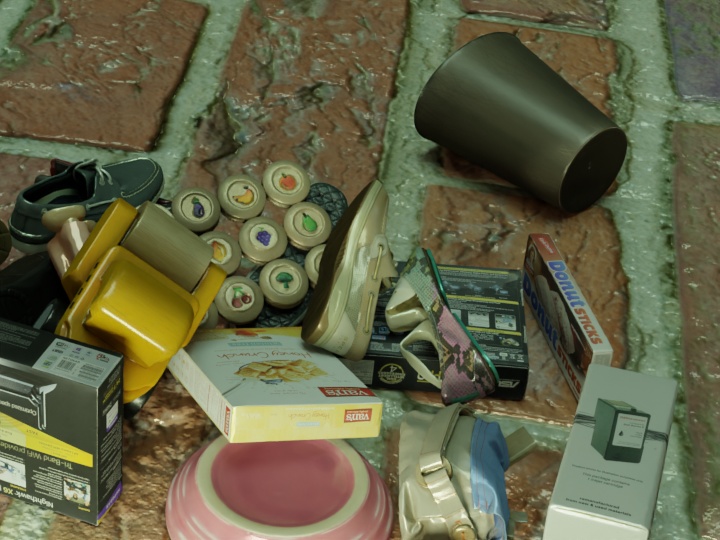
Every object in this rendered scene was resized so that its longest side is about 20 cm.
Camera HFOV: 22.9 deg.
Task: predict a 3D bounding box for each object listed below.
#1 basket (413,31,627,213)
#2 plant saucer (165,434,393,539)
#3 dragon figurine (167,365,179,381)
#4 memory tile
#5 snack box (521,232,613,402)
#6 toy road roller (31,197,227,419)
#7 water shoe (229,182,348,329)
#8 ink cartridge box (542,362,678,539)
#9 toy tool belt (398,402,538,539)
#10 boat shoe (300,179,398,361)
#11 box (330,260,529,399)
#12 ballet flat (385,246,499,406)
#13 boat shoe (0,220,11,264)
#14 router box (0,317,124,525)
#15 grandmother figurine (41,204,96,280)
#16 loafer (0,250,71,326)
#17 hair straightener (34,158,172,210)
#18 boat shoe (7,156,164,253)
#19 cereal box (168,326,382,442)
[{"bbox_3d":[0.194,-0.163,2.025,0.180,0.136,0.200,-29,52,-33],"label":"basket"},{"bbox_3d":[-0.069,0.197,1.549,0.200,0.051,0.201,4,35,-3],"label":"plant saucer"},{"bbox_3d":[-0.192,0.021,1.766,0.099,0.059,0.200,-15,41,-27],"label":"dragon figurine"},{"bbox_3d":[-0.119,-0.023,1.750,0.200,0.017,0.153,-20,73,-21],"label":"memory tile"},{"bbox_3d":[0.204,0.047,1.778,0.024,0.072,0.200,-4,37,-13],"label":"snack box"},{"bbox_3d":[-0.195,0.026,1.578,0.123,0.146,0.200,36,61,-15],"label":"toy road roller"},{"bbox_3d":[-0.070,0.005,1.806,0.071,0.079,0.200,31,65,2],"label":"water shoe"},{"bbox_3d":[0.208,0.197,1.509,0.084,0.146,0.200,12,35,11],"label":"ink cartridge box"},{"bbox_3d":[0.094,0.201,1.508,0.123,0.125,0.200,-2,36,3],"label":"toy tool belt"},{"bbox_3d":[0.000,0.000,1.719,0.065,0.072,0.200,28,50,-14],"label":"boat shoe"},{"bbox_3d":[0.064,0.054,1.769,0.200,0.049,0.161,4,38,-2],"label":"box"},{"bbox_3d":[0.066,0.053,1.688,0.071,0.069,0.200,-23,45,-3],"label":"ballet flat"},{"bbox_3d":[-0.434,0.013,1.742,0.200,0.073,0.065,-33,19,-29],"label":"boat shoe"},{"bbox_3d":[-0.303,0.120,1.530,0.200,0.157,0.052,16,37,13],"label":"router box"},{"bbox_3d":[-0.249,0.040,1.691,0.061,0.121,0.200,-27,63,9],"label":"grandmother figurine"},{"bbox_3d":[-0.348,0.039,1.723,0.071,0.073,0.200,0,21,30],"label":"loafer"},{"bbox_3d":[-0.262,-0.061,1.897,0.200,0.041,0.077,22,42,13],"label":"hair straightener"},{"bbox_3d":[-0.278,-0.081,1.836,0.073,0.062,0.200,33,43,29],"label":"boat shoe"},{"bbox_3d":[-0.083,0.102,1.628,0.144,0.040,0.200,0,17,-24],"label":"cereal box"}]
